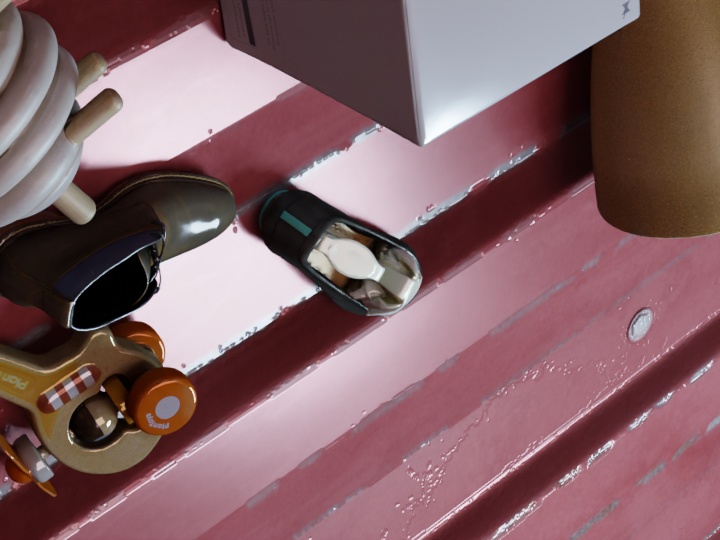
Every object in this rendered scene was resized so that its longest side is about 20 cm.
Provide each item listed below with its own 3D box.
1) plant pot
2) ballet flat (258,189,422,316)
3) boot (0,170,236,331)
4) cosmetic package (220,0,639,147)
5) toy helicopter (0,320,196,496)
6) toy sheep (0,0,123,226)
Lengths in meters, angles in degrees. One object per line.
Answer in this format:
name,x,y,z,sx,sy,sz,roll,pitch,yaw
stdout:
plant pot,0.264,-0.160,1.353,0.186,0.186,0.201,-33,122,-27
ballet flat,0.000,0.000,1.248,0.199,0.068,0.068,25,95,-50
boot,-0.143,-0.007,1.075,0.199,0.097,0.075,-19,127,-37
cosmetic package,0.040,-0.203,1.059,0.199,0.199,0.124,-32,134,-28
toy helicopter,-0.216,0.084,1.095,0.199,0.079,0.133,27,103,-40
toy sheep,-0.213,-0.092,0.924,0.138,0.138,0.200,-49,123,-10
